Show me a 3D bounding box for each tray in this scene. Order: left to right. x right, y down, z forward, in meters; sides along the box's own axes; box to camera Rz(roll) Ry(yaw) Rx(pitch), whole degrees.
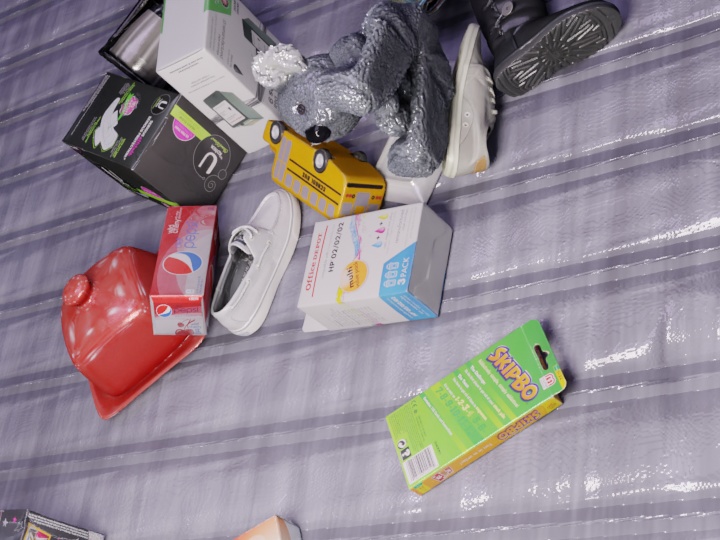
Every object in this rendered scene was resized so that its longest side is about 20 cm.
[{"bbox_3d":[0.076,-0.175,1.573,0.107,0.022,0.201,13,73,44],"label":"tray"}]

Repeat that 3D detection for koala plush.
[{"bbox_3d":[-0.013,-0.205,1.475,0.199,0.177,0.185,-10,54,38],"label":"koala plush"}]

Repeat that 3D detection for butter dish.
[{"bbox_3d":[-0.324,0.053,1.679,0.199,0.148,0.200,-38,44,14],"label":"butter dish"}]

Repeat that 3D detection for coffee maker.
[{"bbox_3d":[-0.297,-0.376,1.945,0.200,0.135,0.192,-52,42,0],"label":"coffee maker"}]

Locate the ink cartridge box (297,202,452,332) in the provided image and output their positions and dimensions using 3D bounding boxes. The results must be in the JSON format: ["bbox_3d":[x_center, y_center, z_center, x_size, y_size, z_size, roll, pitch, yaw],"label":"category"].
[{"bbox_3d":[0.000,0.000,1.491,0.199,0.068,0.116,-10,58,37],"label":"ink cartridge box"}]

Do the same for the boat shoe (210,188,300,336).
[{"bbox_3d":[-0.137,-0.020,1.622,0.072,0.068,0.201,8,69,43],"label":"boat shoe"}]

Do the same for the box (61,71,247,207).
[{"bbox_3d":[-0.286,-0.172,1.791,0.200,0.148,0.125,23,78,47],"label":"box"}]

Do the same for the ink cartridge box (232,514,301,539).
[{"bbox_3d":[-0.125,0.383,1.365,0.162,0.050,0.201,-33,43,21],"label":"ink cartridge box"}]

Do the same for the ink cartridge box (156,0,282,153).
[{"bbox_3d":[-0.174,-0.275,1.725,0.084,0.200,0.147,-20,52,26],"label":"ink cartridge box"}]

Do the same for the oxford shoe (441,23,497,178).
[{"bbox_3d":[0.131,-0.196,1.504,0.057,0.075,0.201,7,65,-1],"label":"oxford shoe"}]

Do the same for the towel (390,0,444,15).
[{"bbox_3d":[0.094,-0.400,1.667,0.147,0.022,0.200,-49,27,4],"label":"towel"}]

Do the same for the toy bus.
[{"bbox_3d":[-0.051,-0.125,1.606,0.200,0.065,0.079,36,118,47],"label":"toy bus"}]

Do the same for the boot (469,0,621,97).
[{"bbox_3d":[0.211,-0.321,1.526,0.164,0.066,0.201,-28,44,22],"label":"boot"}]

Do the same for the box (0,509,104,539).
[{"bbox_3d":[-0.434,0.366,1.583,0.199,0.132,0.115,-9,62,37],"label":"box"}]

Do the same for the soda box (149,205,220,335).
[{"bbox_3d":[-0.219,-0.003,1.630,0.070,0.064,0.200,-1,36,-1],"label":"soda box"}]

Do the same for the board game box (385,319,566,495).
[{"bbox_3d":[0.120,0.139,1.327,0.200,0.030,0.096,-38,45,20],"label":"board game box"}]
